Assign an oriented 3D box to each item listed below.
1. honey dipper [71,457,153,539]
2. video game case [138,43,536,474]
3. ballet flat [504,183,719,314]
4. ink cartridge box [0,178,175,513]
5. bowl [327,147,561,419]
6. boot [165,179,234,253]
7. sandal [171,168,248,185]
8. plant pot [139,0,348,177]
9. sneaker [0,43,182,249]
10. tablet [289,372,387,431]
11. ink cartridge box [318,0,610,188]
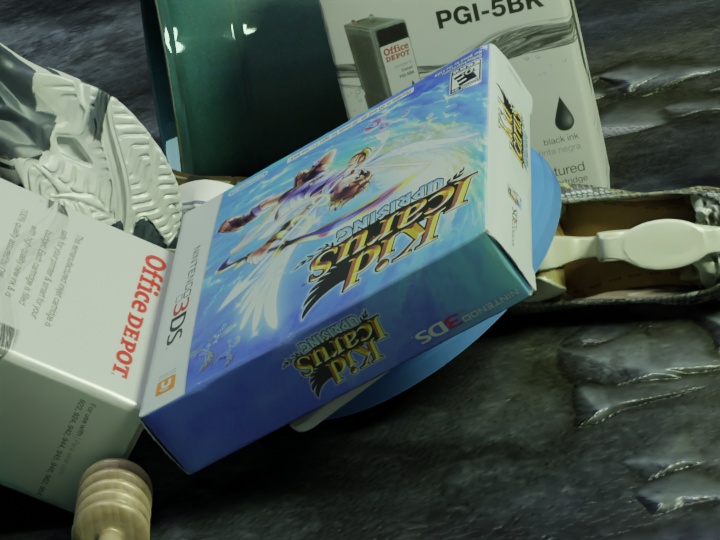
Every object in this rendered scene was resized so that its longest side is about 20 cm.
[{"bbox_3d":[-0.116,0.149,0.987,0.038,0.038,0.200,-13,25,4],"label":"honey dipper"},{"bbox_3d":[-0.009,-0.010,1.084,0.199,0.045,0.182,-29,28,20],"label":"video game case"},{"bbox_3d":[0.123,-0.013,1.165,0.199,0.072,0.072,-4,23,24],"label":"ballet flat"},{"bbox_3d":[-0.199,0.022,1.124,0.199,0.084,0.146,24,31,-9],"label":"ink cartridge box"},{"bbox_3d":[0.014,-0.006,1.176,0.200,0.039,0.201,-31,27,17],"label":"bowl"},{"bbox_3d":[-0.132,0.011,1.294,0.200,0.073,0.091,-22,41,56],"label":"boot"},{"bbox_3d":[-0.089,-0.028,1.356,0.199,0.054,0.080,10,13,3],"label":"sandal"},{"bbox_3d":[-0.040,-0.141,1.473,0.195,0.201,0.200,-9,20,-7],"label":"plant pot"},{"bbox_3d":[-0.195,-0.077,1.231,0.080,0.199,0.130,-64,21,-4],"label":"sneaker"},{"bbox_3d":[0.000,0.000,1.124,0.130,0.014,0.200,-37,25,5],"label":"tablet"},{"bbox_3d":[0.060,-0.125,1.320,0.146,0.201,0.083,-12,21,10],"label":"ink cartridge box"}]
